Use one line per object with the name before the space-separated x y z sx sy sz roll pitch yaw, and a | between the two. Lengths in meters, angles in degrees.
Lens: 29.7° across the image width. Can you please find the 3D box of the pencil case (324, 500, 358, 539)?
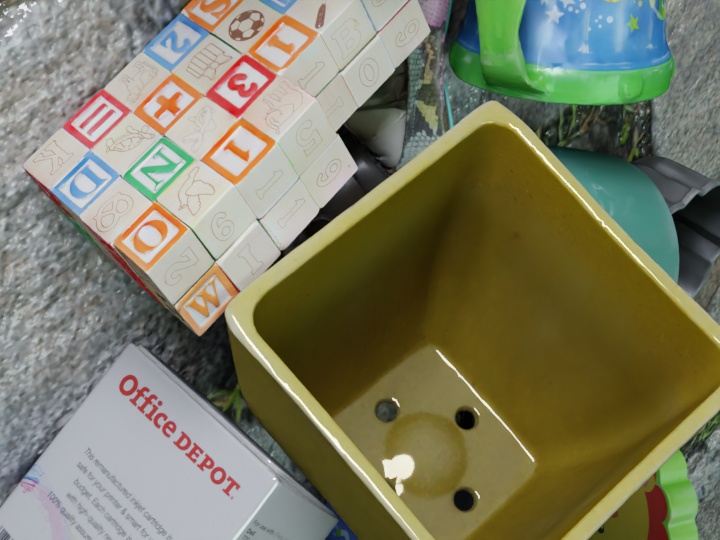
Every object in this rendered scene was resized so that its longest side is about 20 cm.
pencil case | 0.005 0.216 0.936 0.077 0.086 0.203 25 66 -34

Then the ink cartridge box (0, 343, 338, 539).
ink cartridge box | -0.130 0.166 0.763 0.201 0.144 0.084 -52 143 -5

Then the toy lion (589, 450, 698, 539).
toy lion | 0.188 0.192 1.081 0.068 0.192 0.202 -7 127 -28

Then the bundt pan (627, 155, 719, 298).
bundt pan | 0.194 -0.003 1.032 0.201 0.076 0.203 -38 151 -25

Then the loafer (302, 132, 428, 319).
loafer | 0.000 0.000 0.853 0.071 0.073 0.201 -36 135 -8

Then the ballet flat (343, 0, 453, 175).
ballet flat | 0.020 -0.121 0.787 0.070 0.069 0.202 -12 124 -19

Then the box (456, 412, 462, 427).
box | 0.030 0.207 1.058 0.200 0.038 0.137 -47 142 -11

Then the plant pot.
plant pot | 0.050 0.073 0.742 0.194 0.196 0.200 -38 167 -22

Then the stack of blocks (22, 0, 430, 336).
stack of blocks | -0.057 -0.081 0.682 0.200 0.115 0.059 -47 143 -11

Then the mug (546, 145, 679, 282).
mug | 0.111 0.008 0.904 0.113 0.152 0.187 2 116 -44

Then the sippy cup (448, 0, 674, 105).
sippy cup | 0.124 -0.178 0.805 0.137 0.178 0.132 0 112 -5

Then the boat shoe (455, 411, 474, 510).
boat shoe | 0.078 0.171 1.001 0.059 0.074 0.202 -3 120 -2
